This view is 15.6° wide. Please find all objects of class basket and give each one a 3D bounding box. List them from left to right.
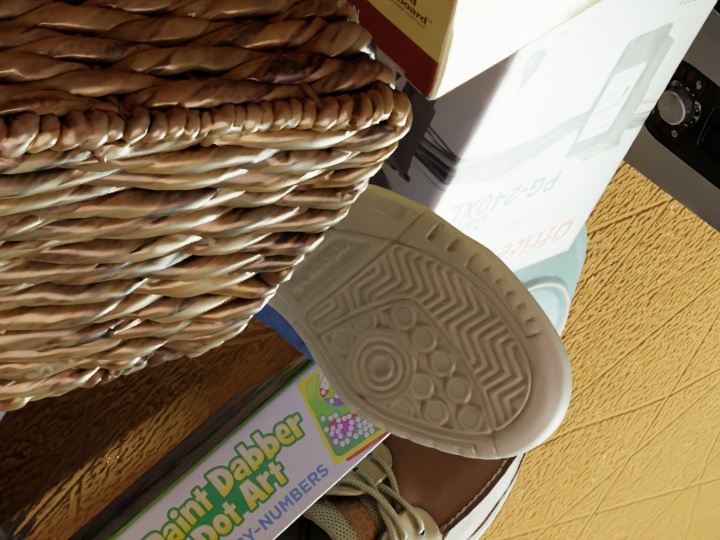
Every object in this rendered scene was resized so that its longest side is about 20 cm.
[{"bbox_3d":[-0.116,-0.053,0.678,0.199,0.150,0.143,-8,151,-41],"label":"basket"}]

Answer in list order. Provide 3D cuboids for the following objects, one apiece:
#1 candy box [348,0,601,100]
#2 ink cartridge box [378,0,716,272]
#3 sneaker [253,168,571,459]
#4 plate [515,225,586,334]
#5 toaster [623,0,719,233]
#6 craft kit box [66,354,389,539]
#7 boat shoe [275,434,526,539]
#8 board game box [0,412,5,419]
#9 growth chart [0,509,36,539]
[{"bbox_3d":[0.060,-0.149,0.889,0.200,0.115,0.055,-31,155,-32],"label":"candy box"},{"bbox_3d":[0.058,-0.087,1.034,0.145,0.083,0.201,-20,146,-47],"label":"ink cartridge box"},{"bbox_3d":[0.000,-0.001,0.933,0.111,0.199,0.077,-3,117,-66],"label":"sneaker"},{"bbox_3d":[0.050,0.050,1.333,0.200,0.026,0.201,-37,155,-20],"label":"plate"},{"bbox_3d":[0.234,-0.120,1.248,0.199,0.119,0.181,-27,152,-40],"label":"toaster"},{"bbox_3d":[-0.081,0.108,1.031,0.200,0.049,0.197,-41,180,-23],"label":"craft kit box"},{"bbox_3d":[-0.005,0.115,1.104,0.200,0.076,0.074,-40,177,-15],"label":"boat shoe"},{"bbox_3d":[-0.181,0.022,0.831,0.200,0.056,0.195,-55,157,21],"label":"board game box"},{"bbox_3d":[-0.185,0.144,1.024,0.145,0.018,0.200,-41,174,-4],"label":"growth chart"}]
